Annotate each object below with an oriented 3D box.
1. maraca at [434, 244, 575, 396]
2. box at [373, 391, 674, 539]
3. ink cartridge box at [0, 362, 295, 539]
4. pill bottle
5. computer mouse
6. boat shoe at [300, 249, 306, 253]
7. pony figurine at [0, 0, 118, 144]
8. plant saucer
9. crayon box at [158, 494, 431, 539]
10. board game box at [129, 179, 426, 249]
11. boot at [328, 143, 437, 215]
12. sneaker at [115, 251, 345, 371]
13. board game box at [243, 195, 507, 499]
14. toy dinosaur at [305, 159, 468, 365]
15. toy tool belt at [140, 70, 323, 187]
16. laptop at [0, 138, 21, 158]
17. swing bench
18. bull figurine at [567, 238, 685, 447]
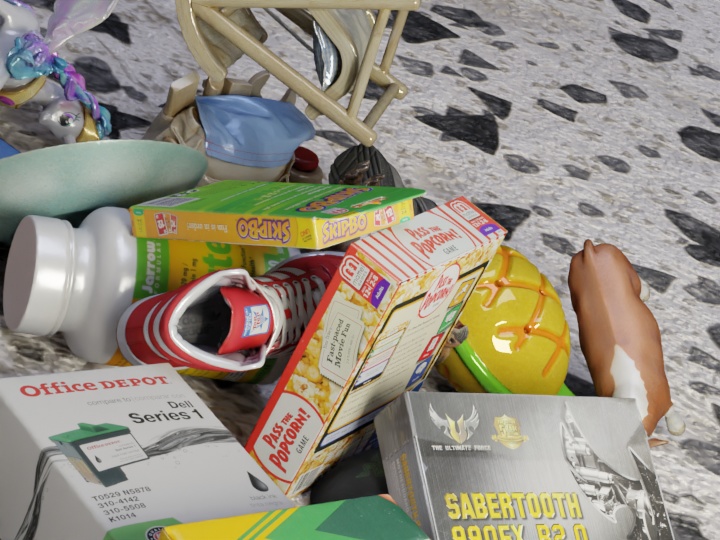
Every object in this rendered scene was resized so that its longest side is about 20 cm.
[{"bbox_3d":[0.114,0.061,1.631,0.201,0.107,0.137,58,32,7],"label":"maraca"},{"bbox_3d":[0.117,0.164,1.428,0.199,0.048,0.160,5,61,-31],"label":"box"},{"bbox_3d":[-0.137,0.148,1.306,0.145,0.085,0.200,-3,36,-42],"label":"ink cartridge box"},{"bbox_3d":[-0.148,0.016,1.515,0.198,0.112,0.111,9,29,-24],"label":"pill bottle"},{"bbox_3d":[0.062,0.158,1.472,0.198,0.053,0.139,8,30,-25],"label":"computer mouse"},{"bbox_3d":[-0.067,-0.024,1.702,0.071,0.069,0.200,-4,6,28],"label":"boat shoe"},{"bbox_3d":[-0.287,-0.193,1.765,0.199,0.166,0.194,30,46,-31],"label":"pony figurine"},{"bbox_3d":[-0.208,-0.048,1.567,0.200,0.200,0.039,-1,75,-37],"label":"plant saucer"},{"bbox_3d":[-0.064,0.202,1.213,0.199,0.128,0.051,-3,34,-41],"label":"crayon box"},{"bbox_3d":[-0.055,-0.039,1.424,0.199,0.030,0.095,1,14,44],"label":"board game box"},{"bbox_3d":[0.038,0.003,1.713,0.132,0.069,0.202,39,42,-48],"label":"boot"},{"bbox_3d":[-0.057,0.027,1.432,0.198,0.072,0.112,-14,1,-23],"label":"sneaker"},{"bbox_3d":[0.008,0.055,1.456,0.046,0.201,0.151,38,30,18],"label":"board game box"},{"bbox_3d":[0.000,0.000,1.601,0.085,0.136,0.200,-25,19,-8],"label":"toy dinosaur"},{"bbox_3d":[-0.095,-0.112,1.779,0.199,0.124,0.125,-6,37,-43],"label":"toy tool belt"},{"bbox_3d":[-0.355,-0.129,1.627,0.187,0.201,0.116,34,69,24],"label":"laptop"},{"bbox_3d":[-0.049,-0.214,1.763,0.198,0.131,0.199,20,18,3],"label":"swing bench"},{"bbox_3d":[0.209,0.075,1.661,0.121,0.065,0.202,41,39,-65],"label":"bull figurine"}]
